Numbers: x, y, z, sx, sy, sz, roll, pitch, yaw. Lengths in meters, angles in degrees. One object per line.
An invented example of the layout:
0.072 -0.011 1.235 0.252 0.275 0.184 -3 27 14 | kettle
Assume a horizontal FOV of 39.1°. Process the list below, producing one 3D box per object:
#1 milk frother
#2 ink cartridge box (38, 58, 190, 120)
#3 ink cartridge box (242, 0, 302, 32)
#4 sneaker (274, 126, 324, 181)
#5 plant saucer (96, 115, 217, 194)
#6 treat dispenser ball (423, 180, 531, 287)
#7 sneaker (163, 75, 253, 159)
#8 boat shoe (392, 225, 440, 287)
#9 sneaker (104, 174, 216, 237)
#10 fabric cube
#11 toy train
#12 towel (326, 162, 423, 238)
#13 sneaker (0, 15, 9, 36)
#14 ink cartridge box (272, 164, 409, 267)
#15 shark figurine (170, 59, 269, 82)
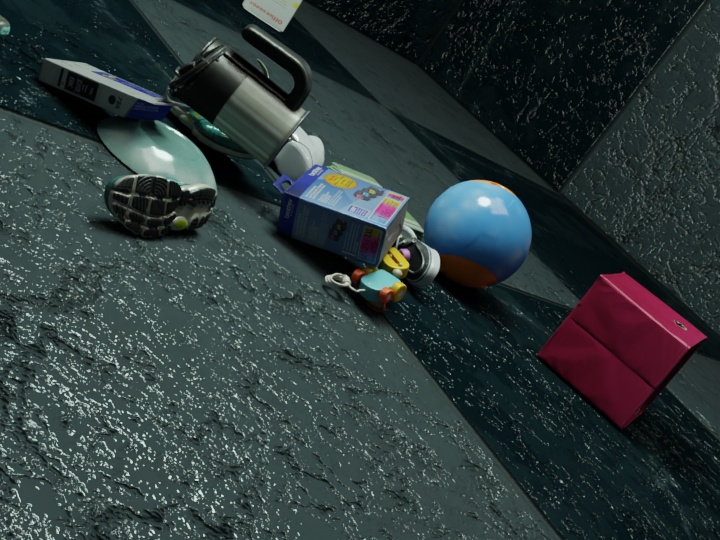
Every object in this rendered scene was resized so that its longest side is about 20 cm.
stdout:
-0.185 -0.255 1.534 0.188 0.181 0.200 37 41 -6 | milk frother
-0.356 -0.256 1.470 0.200 0.039 0.099 23 14 20 | ink cartridge box
-0.239 -0.828 2.984 0.145 0.200 0.083 31 15 -15 | ink cartridge box
-0.135 -0.246 1.851 0.200 0.075 0.115 61 18 10 | sneaker
-0.287 -0.176 1.482 0.201 0.039 0.201 32 18 -12 | plant saucer
0.218 -0.069 1.891 0.201 0.201 0.201 32 18 -12 | treat dispenser ball
-0.245 -0.256 1.674 0.200 0.080 0.077 43 19 15 | sneaker
0.074 -0.037 1.754 0.068 0.072 0.200 29 16 -28 | boat shoe
-0.263 -0.087 1.279 0.079 0.078 0.200 22 7 20 | sneaker
0.481 0.139 1.857 0.199 0.200 0.196 42 19 20 | fabric cube
0.000 0.000 1.560 0.150 0.056 0.200 12 30 -5 | toy train
0.033 -0.141 2.026 0.152 0.023 0.200 15 26 -51 | towel
-0.579 -0.412 1.446 0.200 0.091 0.078 36 18 -1 | sneaker
-0.040 -0.092 1.571 0.199 0.077 0.136 19 29 11 | ink cartridge box
-0.227 -0.281 1.768 0.128 0.214 0.090 58 42 -40 | shark figurine
